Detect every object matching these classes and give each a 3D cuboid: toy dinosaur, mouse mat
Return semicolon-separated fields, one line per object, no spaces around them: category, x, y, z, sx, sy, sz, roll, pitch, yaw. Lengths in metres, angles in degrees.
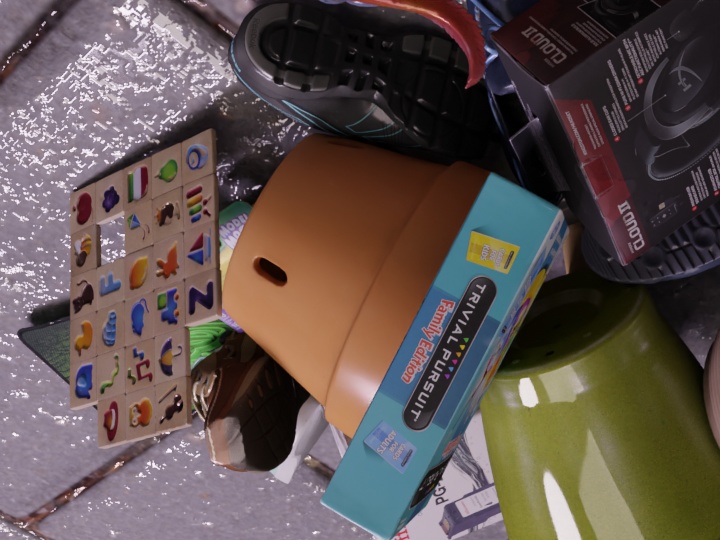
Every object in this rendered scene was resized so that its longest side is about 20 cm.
toy dinosaur;-0.036;-0.199;0.774;0.179;0.201;0.106;-3;130;-34
mouse mat;-0.175;0.077;1.175;0.198;0.008;0.161;-14;137;24

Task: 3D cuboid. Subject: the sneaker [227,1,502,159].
sneaker;0.005;-0.123;0.912;0.198;0.076;0.079;19;166;-19

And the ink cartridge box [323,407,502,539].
ink cartridge box;0.084;0.130;1.087;0.198;0.085;0.146;-21;134;-4

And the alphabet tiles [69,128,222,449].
alphabet tiles;-0.155;0.018;0.976;0.166;0.203;0.007;-18;159;40

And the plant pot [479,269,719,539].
plant pot;0.167;0.112;0.939;0.198;0.201;0.195;-16;112;25

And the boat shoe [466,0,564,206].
boat shoe;0.113;-0.131;0.854;0.083;0.069;0.202;-15;123;12

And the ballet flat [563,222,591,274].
ballet flat;0.186;0.043;1.045;0.068;0.064;0.201;-7;135;18

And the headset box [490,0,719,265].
headset box;0.180;-0.112;0.807;0.199;0.077;0.149;-34;129;0

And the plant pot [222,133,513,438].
plant pot;0.000;0.000;0.923;0.139;0.201;0.201;28;138;11

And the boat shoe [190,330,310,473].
boat shoe;-0.084;0.090;0.983;0.073;0.200;0.077;-6;103;11

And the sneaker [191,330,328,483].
sneaker;-0.088;0.112;1.156;0.117;0.074;0.201;32;165;8

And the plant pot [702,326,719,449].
plant pot;0.286;0.080;0.882;0.200;0.203;0.092;38;141;-28

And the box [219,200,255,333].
box;-0.050;0.015;1.071;0.199;0.049;0.117;36;132;-29

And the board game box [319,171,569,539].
board game box;0.056;0.050;0.807;0.047;0.202;0.151;27;-177;10

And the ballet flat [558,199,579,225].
ballet flat;0.196;-0.080;0.928;0.198;0.047;0.067;-22;161;27

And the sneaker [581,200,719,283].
sneaker;0.243;-0.038;0.897;0.198;0.071;0.082;-20;164;14
